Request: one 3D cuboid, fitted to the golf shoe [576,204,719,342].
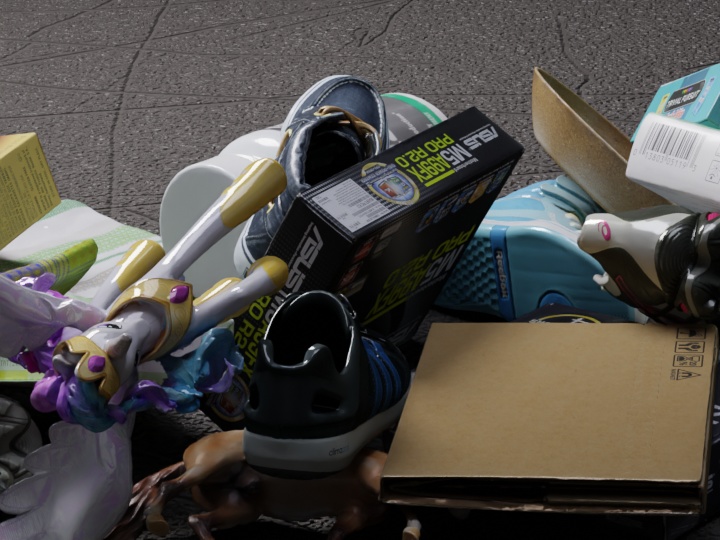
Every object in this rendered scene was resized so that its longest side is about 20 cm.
[{"bbox_3d":[0.185,-0.001,1.636,0.088,0.077,0.200,16,-10,17],"label":"golf shoe"}]

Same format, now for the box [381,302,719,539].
[{"bbox_3d":[0.135,0.080,1.563,0.200,0.049,0.161,15,29,40],"label":"box"}]

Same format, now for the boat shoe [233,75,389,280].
[{"bbox_3d":[-0.012,-0.072,1.709,0.071,0.091,0.200,29,42,-6],"label":"boat shoe"}]

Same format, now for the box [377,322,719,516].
[{"bbox_3d":[0.104,0.074,1.485,0.163,0.021,0.200,0,22,9],"label":"box"}]

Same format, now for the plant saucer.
[{"bbox_3d":[0.176,-0.053,1.825,0.200,0.035,0.200,40,10,-8],"label":"plant saucer"}]

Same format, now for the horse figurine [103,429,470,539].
[{"bbox_3d":[-0.039,0.119,1.466,0.199,0.050,0.133,0,21,5],"label":"horse figurine"}]

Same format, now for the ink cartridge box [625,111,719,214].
[{"bbox_3d":[0.279,-0.027,1.687,0.200,0.050,0.161,23,-2,-33],"label":"ink cartridge box"}]

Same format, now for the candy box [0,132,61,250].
[{"bbox_3d":[-0.297,-0.019,1.807,0.116,0.057,0.200,-4,24,35],"label":"candy box"}]

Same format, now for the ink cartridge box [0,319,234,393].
[{"bbox_3d":[-0.190,0.045,1.576,0.199,0.048,0.145,6,-5,-27],"label":"ink cartridge box"}]

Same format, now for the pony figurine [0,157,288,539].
[{"bbox_3d":[-0.133,0.038,1.431,0.193,0.167,0.200,-31,7,39],"label":"pony figurine"}]

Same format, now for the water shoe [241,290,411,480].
[{"bbox_3d":[-0.012,0.046,1.482,0.071,0.079,0.200,6,16,8],"label":"water shoe"}]

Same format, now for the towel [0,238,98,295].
[{"bbox_3d":[-0.260,0.034,1.661,0.200,0.023,0.144,-18,-12,-43],"label":"towel"}]

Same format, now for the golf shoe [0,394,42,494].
[{"bbox_3d":[-0.273,0.098,1.550,0.199,0.079,0.097,4,2,1],"label":"golf shoe"}]

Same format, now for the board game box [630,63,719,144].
[{"bbox_3d":[0.267,-0.071,1.782,0.151,0.047,0.200,29,-5,-6],"label":"board game box"}]

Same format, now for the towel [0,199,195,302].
[{"bbox_3d":[-0.183,-0.006,1.874,0.149,0.031,0.200,-20,26,-40],"label":"towel"}]

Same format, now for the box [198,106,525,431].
[{"bbox_3d":[0.000,0.000,1.642,0.044,0.160,0.200,39,33,16],"label":"box"}]

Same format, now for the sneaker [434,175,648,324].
[{"bbox_3d":[0.135,-0.012,1.784,0.130,0.080,0.200,-19,26,-38],"label":"sneaker"}]

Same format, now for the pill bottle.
[{"bbox_3d":[-0.029,-0.043,1.829,0.113,0.114,0.200,13,23,38],"label":"pill bottle"}]
